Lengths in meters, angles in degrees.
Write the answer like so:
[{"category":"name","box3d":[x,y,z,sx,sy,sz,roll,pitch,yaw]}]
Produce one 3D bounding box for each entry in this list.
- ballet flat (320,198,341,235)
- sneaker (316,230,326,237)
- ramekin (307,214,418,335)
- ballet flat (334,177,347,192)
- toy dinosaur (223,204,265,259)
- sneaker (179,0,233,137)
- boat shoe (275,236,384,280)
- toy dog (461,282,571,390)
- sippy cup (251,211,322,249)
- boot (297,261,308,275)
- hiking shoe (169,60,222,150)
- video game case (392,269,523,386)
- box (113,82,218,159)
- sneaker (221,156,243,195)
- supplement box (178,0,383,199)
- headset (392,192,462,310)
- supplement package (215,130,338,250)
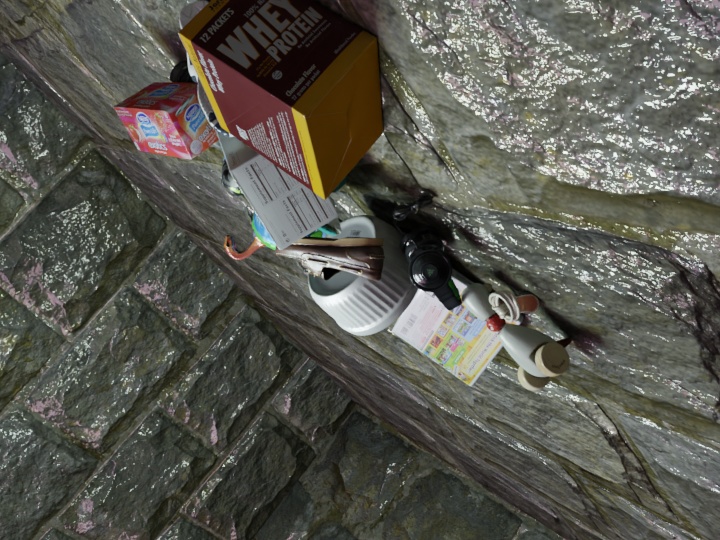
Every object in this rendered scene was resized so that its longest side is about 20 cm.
[{"category":"ballet flat","box3d":[-0.086,-0.111,1.183,0.070,0.070,0.200,49,164,-30]},{"category":"sneaker","box3d":[-0.031,-0.034,1.375,0.199,0.089,0.079,32,163,33]},{"category":"ramekin","box3d":[0.000,0.000,1.152,0.105,0.201,0.200,36,170,-35]},{"category":"ballet flat","box3d":[-0.056,-0.184,1.069,0.069,0.070,0.200,38,169,7]},{"category":"toy dinosaur","box3d":[-0.210,-0.091,1.473,0.105,0.182,0.199,49,162,-30]},{"category":"sneaker","box3d":[-0.219,-0.295,1.033,0.130,0.079,0.201,171,75,-86]},{"category":"boat shoe","box3d":[-0.054,-0.019,1.057,0.199,0.071,0.070,4,-174,33]},{"category":"toy dog","box3d":[0.257,0.088,1.050,0.201,0.096,0.132,57,153,-10]},{"category":"sippy cup","box3d":[-0.151,-0.128,1.350,0.176,0.141,0.131,14,153,0]},{"category":"boot","box3d":[-0.043,0.023,1.490,0.200,0.076,0.168,45,-170,11]},{"category":"hiking shoe","box3d":[-0.276,-0.295,1.258,0.100,0.076,0.200,29,161,46]},{"category":"video game case","box3d":[0.166,0.096,1.193,0.181,0.023,0.201,34,134,9]},{"category":"box","box3d":[-0.338,-0.272,1.199,0.199,0.100,0.096,17,139,43]},{"category":"sneaker","box3d":[-0.218,-0.183,1.292,0.070,0.083,0.199,15,179,-32]},{"category":"supplement box","box3d":[-0.091,-0.235,0.860,0.199,0.133,0.198,35,165,16]},{"category":"headset","box3d":[0.114,-0.029,1.044,0.200,0.094,0.124,51,-165,-33]},{"category":"supplement package","box3d":[-0.137,-0.159,1.073,0.156,0.110,0.200,60,179,-34]}]
